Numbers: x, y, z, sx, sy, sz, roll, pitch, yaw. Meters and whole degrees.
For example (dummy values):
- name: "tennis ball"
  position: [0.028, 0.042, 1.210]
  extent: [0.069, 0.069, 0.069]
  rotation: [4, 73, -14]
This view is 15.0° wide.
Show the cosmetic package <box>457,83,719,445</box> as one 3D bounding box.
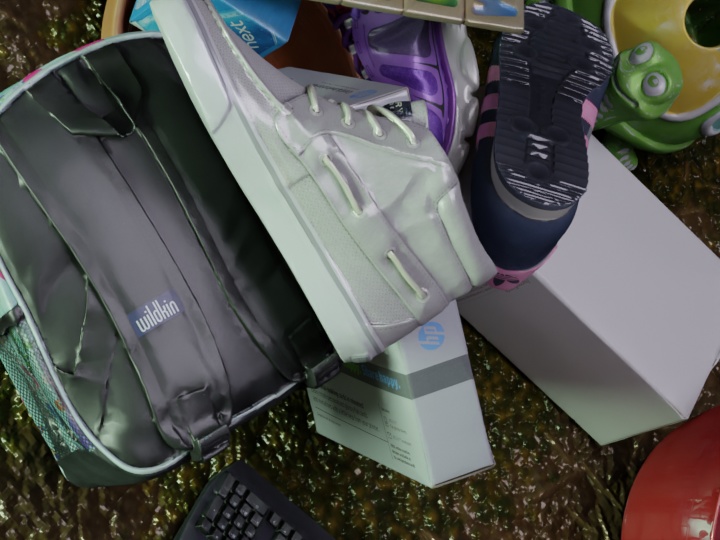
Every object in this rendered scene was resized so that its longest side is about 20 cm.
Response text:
- name: "cosmetic package"
  position: [0.117, -0.006, 1.580]
  extent: [0.200, 0.085, 0.108]
  rotation: [44, 54, -17]

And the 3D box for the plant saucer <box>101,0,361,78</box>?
- name: "plant saucer"
  position: [-0.057, -0.105, 1.518]
  extent: [0.200, 0.032, 0.201]
  rotation: [11, 70, -33]

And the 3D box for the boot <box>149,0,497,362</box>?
- name: "boot"
  position: [-0.014, -0.061, 1.294]
  extent: [0.095, 0.074, 0.200]
  rotation: [-31, 104, -1]

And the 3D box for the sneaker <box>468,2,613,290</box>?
- name: "sneaker"
  position: [0.090, -0.071, 1.496]
  extent: [0.070, 0.082, 0.200]
  rotation: [22, 38, -2]

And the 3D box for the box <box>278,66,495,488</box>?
- name: "box"
  position: [0.000, 0.000, 1.415]
  extent: [0.041, 0.156, 0.201]
  rotation: [-17, 105, -20]

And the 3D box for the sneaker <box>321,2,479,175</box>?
- name: "sneaker"
  position: [0.013, -0.126, 1.497]
  extent: [0.083, 0.081, 0.201]
  rotation: [-1, 90, -28]

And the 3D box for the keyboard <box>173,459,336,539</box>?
- name: "keyboard"
  position: [-0.026, 0.203, 1.453]
  extent: [0.200, 0.021, 0.127]
  rotation: [42, 56, -17]

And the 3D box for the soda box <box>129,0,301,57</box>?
- name: "soda box"
  position: [-0.057, -0.207, 1.490]
  extent: [0.068, 0.064, 0.200]
  rotation: [31, 58, -24]

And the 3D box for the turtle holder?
- name: "turtle holder"
  position: [0.180, -0.147, 1.619]
  extent: [0.185, 0.132, 0.141]
  rotation: [-1, 71, -51]

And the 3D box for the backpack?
- name: "backpack"
  position: [-0.115, -0.013, 1.365]
  extent: [0.177, 0.150, 0.200]
  rotation: [-32, 101, -24]

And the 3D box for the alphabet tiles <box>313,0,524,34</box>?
- name: "alphabet tiles"
  position: [0.008, -0.225, 1.468]
  extent: [0.167, 0.008, 0.201]
  rotation: [8, 63, -13]

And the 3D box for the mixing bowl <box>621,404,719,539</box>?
- name: "mixing bowl"
  position: [0.220, 0.156, 1.574]
  extent: [0.200, 0.108, 0.201]
  rotation: [-4, 95, -45]
